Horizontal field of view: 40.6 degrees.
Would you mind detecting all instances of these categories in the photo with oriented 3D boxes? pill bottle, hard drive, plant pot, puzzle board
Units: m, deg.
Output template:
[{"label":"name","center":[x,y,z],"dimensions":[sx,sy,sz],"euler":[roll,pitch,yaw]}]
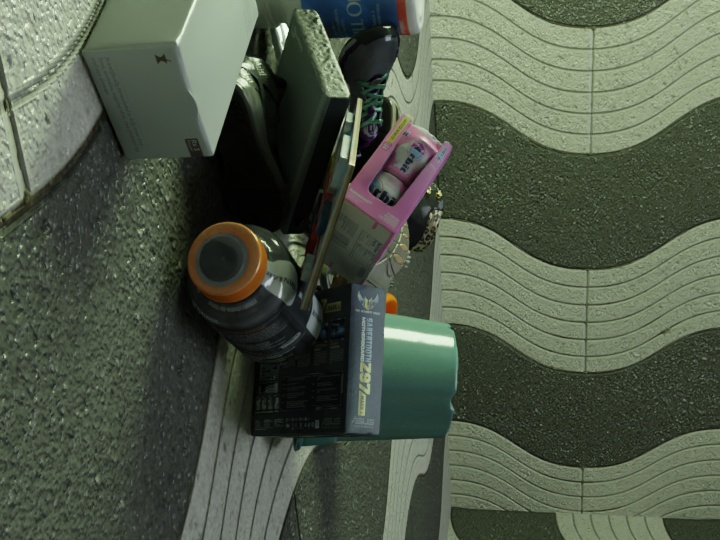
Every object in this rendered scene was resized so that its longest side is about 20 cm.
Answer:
[{"label":"pill bottle","center":[-0.030,-0.324,1.119],"dimensions":[0.112,0.198,0.113],"euler":[0,90,-79]},{"label":"hard drive","center":[-0.065,-0.158,1.052],"dimensions":[0.201,0.033,0.140],"euler":[114,-34,-46]},{"label":"plant pot","center":[0.017,0.135,1.257],"dimensions":[0.200,0.194,0.202],"euler":[-176,-90,-84]},{"label":"puzzle board","center":[-0.030,-0.072,0.955],"dimensions":[0.200,0.017,0.152],"euler":[-86,-166,-63]},{"label":"pill bottle","center":[-0.106,0.021,0.962],"dimensions":[0.200,0.105,0.107],"euler":[63,29,-69]}]

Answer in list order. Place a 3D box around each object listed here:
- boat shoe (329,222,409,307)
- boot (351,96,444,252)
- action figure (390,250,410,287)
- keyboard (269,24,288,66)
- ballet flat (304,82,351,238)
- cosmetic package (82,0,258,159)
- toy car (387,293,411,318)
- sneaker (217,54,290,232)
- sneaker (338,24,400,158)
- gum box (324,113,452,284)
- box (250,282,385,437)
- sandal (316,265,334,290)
[{"label":"boat shoe","center":[0.000,0.000,1.172],"dimensions":[0.076,0.071,0.201],"euler":[43,52,-29]},{"label":"boot","center":[0.047,-0.118,1.290],"dimensions":[0.150,0.073,0.202],"euler":[7,89,-51]},{"label":"action figure","center":[0.015,-0.046,1.390],"dimensions":[0.200,0.101,0.120],"euler":[76,3,-67]},{"label":"keyboard","center":[-0.076,-0.233,1.179],"dimensions":[0.056,0.011,0.202],"euler":[4,69,-50]},{"label":"ballet flat","center":[-0.036,-0.124,1.119],"dimensions":[0.067,0.075,0.202],"euler":[-15,116,-39]},{"label":"cosmetic package","center":[-0.149,-0.198,0.804],"dimensions":[0.113,0.080,0.201],"euler":[79,16,-46]},{"label":"toy car","center":[0.020,0.125,1.532],"dimensions":[0.175,0.148,0.202],"euler":[73,20,-59]},{"label":"sneaker","center":[-0.108,-0.140,1.031],"dimensions":[0.115,0.076,0.201],"euler":[-69,152,-47]},{"label":"sneaker","center":[0.013,-0.205,1.132],"dimensions":[0.200,0.074,0.088],"euler":[126,-56,-69]},{"label":"gum box","center":[0.021,-0.070,1.028],"dimensions":[0.114,0.066,0.200],"euler":[-55,179,-20]},{"label":"box","center":[-0.051,0.106,1.086],"dimensions":[0.051,0.199,0.159],"euler":[10,75,-35]},{"label":"sandal","center":[-0.054,0.002,1.404],"dimensions":[0.201,0.057,0.081],"euler":[-106,-176,-74]}]
